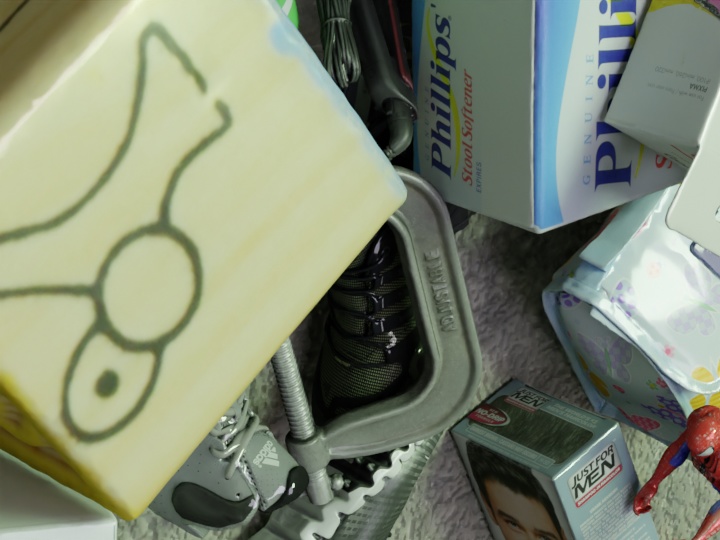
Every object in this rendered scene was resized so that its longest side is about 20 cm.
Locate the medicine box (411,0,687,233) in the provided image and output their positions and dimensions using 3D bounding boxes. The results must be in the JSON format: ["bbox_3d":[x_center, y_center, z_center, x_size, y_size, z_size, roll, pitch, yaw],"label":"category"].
[{"bbox_3d":[0.129,-0.138,1.258,0.199,0.103,0.183,-20,119,-38],"label":"medicine box"}]

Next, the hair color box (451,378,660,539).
[{"bbox_3d":[0.136,0.173,1.460,0.061,0.099,0.201,-36,123,-24],"label":"hair color box"}]

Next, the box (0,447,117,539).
[{"bbox_3d":[-0.186,0.158,1.120,0.106,0.200,0.153,-3,105,-17],"label":"box"}]

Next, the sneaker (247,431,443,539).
[{"bbox_3d":[-0.011,0.156,1.364,0.200,0.066,0.091,-51,131,-10],"label":"sneaker"}]

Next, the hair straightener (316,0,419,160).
[{"bbox_3d":[-0.014,-0.142,1.229,0.077,0.041,0.201,8,68,-41],"label":"hair straightener"}]

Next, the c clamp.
[{"bbox_3d":[-0.019,0.041,1.264,0.170,0.027,0.201,-11,119,-6],"label":"c clamp"}]

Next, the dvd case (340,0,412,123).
[{"bbox_3d":[0.074,-0.154,1.368,0.199,0.016,0.149,2,102,-39],"label":"dvd case"}]

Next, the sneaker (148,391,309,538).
[{"bbox_3d":[-0.064,0.062,1.209,0.075,0.115,0.200,-43,165,-48],"label":"sneaker"}]

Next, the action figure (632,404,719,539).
[{"bbox_3d":[0.206,0.145,1.401,0.099,0.065,0.200,-42,148,-5],"label":"action figure"}]

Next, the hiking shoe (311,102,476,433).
[{"bbox_3d":[0.000,0.000,1.309,0.100,0.076,0.201,13,96,-47],"label":"hiking shoe"}]

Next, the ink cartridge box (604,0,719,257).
[{"bbox_3d":[0.200,-0.106,1.217,0.116,0.067,0.201,25,86,-45],"label":"ink cartridge box"}]

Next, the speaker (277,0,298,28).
[{"bbox_3d":[-0.107,-0.184,1.170,0.088,0.088,0.200,-45,126,-19],"label":"speaker"}]

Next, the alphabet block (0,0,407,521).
[{"bbox_3d":[-0.137,-0.042,1.055,0.200,0.196,0.196,-49,126,-17],"label":"alphabet block"}]

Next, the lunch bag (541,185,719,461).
[{"bbox_3d":[0.205,0.003,1.425,0.170,0.127,0.200,-52,145,-15],"label":"lunch bag"}]
